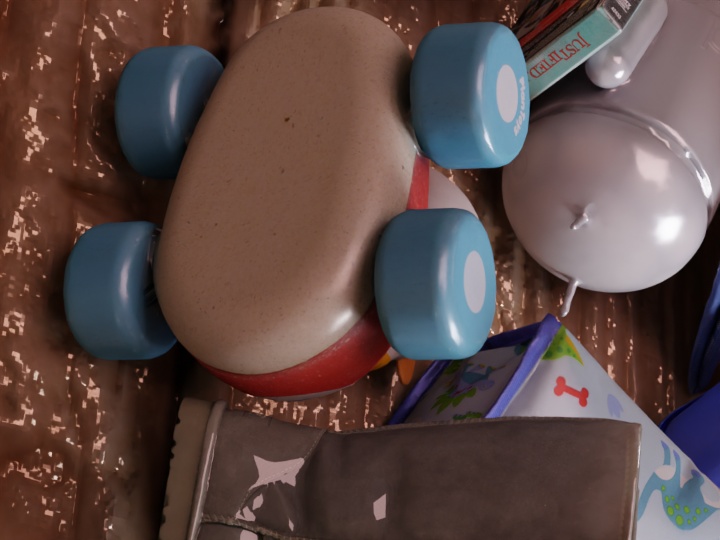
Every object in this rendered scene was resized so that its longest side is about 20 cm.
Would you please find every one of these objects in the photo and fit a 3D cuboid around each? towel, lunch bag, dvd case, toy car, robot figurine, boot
[{"bbox_3d":[0.224,-0.047,1.063,0.024,0.147,0.201,18,58,10],"label":"towel"},{"bbox_3d":[0.072,0.150,0.875,0.170,0.127,0.201,44,65,-13],"label":"lunch bag"},{"bbox_3d":[0.130,-0.159,1.003,0.022,0.146,0.201,41,53,-10],"label":"dvd case"},{"bbox_3d":[0.000,0.000,0.862,0.200,0.182,0.179,50,45,-52],"label":"toy car"},{"bbox_3d":[0.145,-0.070,1.005,0.201,0.112,0.171,-60,148,-35],"label":"robot figurine"},{"bbox_3d":[0.013,0.141,0.773,0.198,0.073,0.184,8,92,1],"label":"boot"}]

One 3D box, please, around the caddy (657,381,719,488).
[{"bbox_3d":[0.243,0.114,1.034,0.199,0.105,0.142,-22,68,-47],"label":"caddy"}]
